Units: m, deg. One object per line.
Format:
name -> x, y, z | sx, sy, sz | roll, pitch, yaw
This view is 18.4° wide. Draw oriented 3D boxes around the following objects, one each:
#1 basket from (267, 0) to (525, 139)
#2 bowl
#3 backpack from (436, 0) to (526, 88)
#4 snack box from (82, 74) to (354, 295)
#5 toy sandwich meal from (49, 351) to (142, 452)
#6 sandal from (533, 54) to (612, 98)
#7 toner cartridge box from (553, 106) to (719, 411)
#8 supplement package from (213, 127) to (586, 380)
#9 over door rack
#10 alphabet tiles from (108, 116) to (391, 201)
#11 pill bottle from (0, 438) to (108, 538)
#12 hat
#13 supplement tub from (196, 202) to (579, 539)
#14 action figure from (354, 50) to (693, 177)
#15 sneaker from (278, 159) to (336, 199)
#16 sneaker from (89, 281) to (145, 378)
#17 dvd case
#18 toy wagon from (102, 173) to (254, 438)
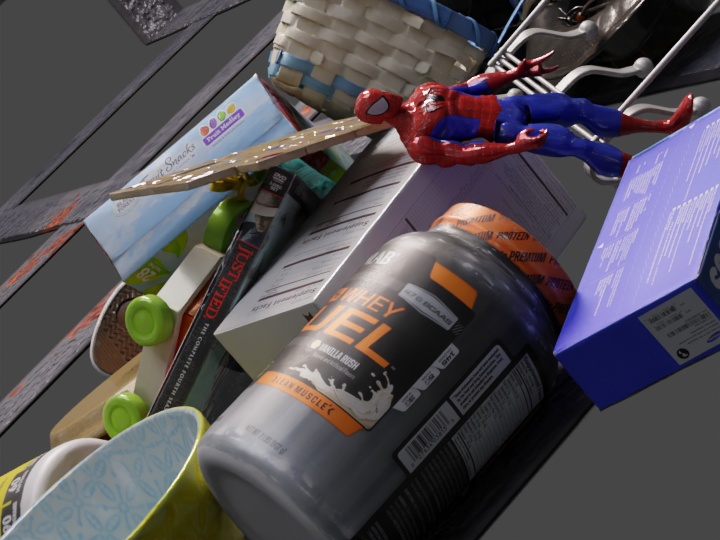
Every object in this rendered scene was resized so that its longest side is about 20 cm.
basket -> 0.024, -0.198, 1.595 | 0.201, 0.176, 0.139 | -62, 2, 4
bowl -> -0.130, 0.182, 1.236 | 0.200, 0.108, 0.200 | -38, 15, 12
backpack -> 0.085, -0.215, 1.759 | 0.153, 0.164, 0.200 | -30, 17, -20
snack box -> -0.089, -0.042, 1.658 | 0.168, 0.068, 0.200 | -39, -24, 6
toy sandwich meal -> -0.144, 0.100, 1.603 | 0.205, 0.070, 0.205 | -37, 6, 4
sandal -> 0.096, -0.104, 1.610 | 0.200, 0.045, 0.075 | -43, 15, -8
toner cartridge box -> 0.171, -0.016, 1.178 | 0.095, 0.043, 0.200 | -29, 19, 34
supplement package -> 0.026, 0.002, 1.351 | 0.109, 0.114, 0.200 | -18, 27, 52
over door rack -> 0.178, -0.162, 1.412 | 0.200, 0.066, 0.148 | -58, 38, 9
alphabet tiles -> -0.055, -0.075, 1.406 | 0.167, 0.008, 0.200 | -19, 7, -22
pill bottle -> -0.221, 0.191, 1.430 | 0.200, 0.114, 0.114 | -29, 19, 39
hat -> 0.199, -0.200, 1.566 | 0.201, 0.081, 0.201 | -46, 24, 27
supplement tub -> 0.020, 0.065, 1.169 | 0.200, 0.123, 0.122 | -47, 16, -21
action figure -> 0.096, -0.088, 1.305 | 0.052, 0.199, 0.066 | 92, -179, -55
sneaker -> -0.007, -0.039, 1.536 | 0.200, 0.121, 0.084 | -33, 17, 26
sneaker -> -0.153, 0.021, 1.877 | 0.200, 0.073, 0.085 | -53, -13, -19
dvd case -> -0.076, 0.040, 1.405 | 0.201, 0.022, 0.146 | -65, -15, -6
toy wagon -> -0.096, 0.033, 1.461 | 0.155, 0.039, 0.201 | -15, -56, -57
